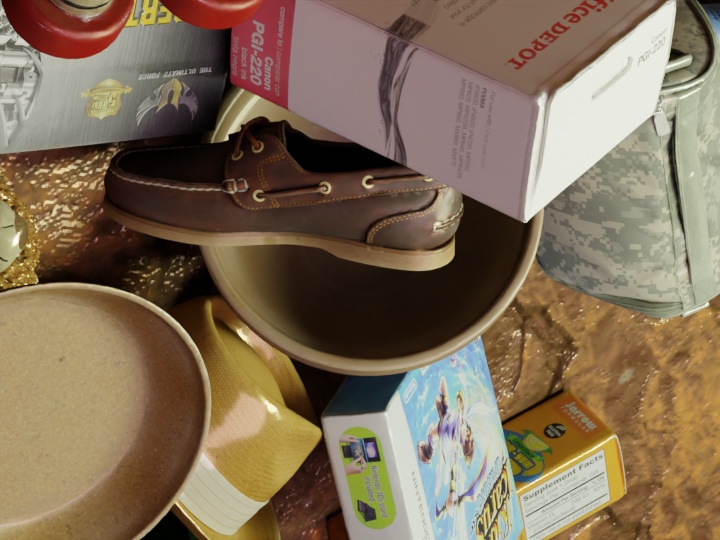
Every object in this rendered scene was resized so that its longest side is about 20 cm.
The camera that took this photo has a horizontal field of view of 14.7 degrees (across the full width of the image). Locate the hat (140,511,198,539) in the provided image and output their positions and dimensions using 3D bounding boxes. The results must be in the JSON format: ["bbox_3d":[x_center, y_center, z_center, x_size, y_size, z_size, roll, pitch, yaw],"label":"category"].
[{"bbox_3d":[-0.064,0.211,1.722,0.176,0.201,0.166,18,132,-28],"label":"hat"}]

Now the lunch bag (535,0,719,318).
[{"bbox_3d":[0.153,-0.085,1.676,0.139,0.168,0.200,-29,135,-17],"label":"lunch bag"}]

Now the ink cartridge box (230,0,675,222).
[{"bbox_3d":[0.050,-0.125,1.512,0.146,0.199,0.085,-39,144,-43],"label":"ink cartridge box"}]

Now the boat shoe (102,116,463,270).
[{"bbox_3d":[-0.042,-0.051,1.529,0.199,0.070,0.071,5,123,3],"label":"boat shoe"}]

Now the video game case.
[{"bbox_3d":[0.042,0.126,1.715,0.200,0.045,0.182,-54,136,-61],"label":"video game case"}]

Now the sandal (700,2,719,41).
[{"bbox_3d":[0.266,-0.161,1.777,0.200,0.079,0.087,-6,125,-47],"label":"sandal"}]

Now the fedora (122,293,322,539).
[{"bbox_3d":[-0.081,0.076,1.598,0.082,0.201,0.201,-32,139,10],"label":"fedora"}]

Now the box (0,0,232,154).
[{"bbox_3d":[-0.157,-0.143,1.477,0.199,0.048,0.159,-7,126,-34],"label":"box"}]

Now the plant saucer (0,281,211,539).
[{"bbox_3d":[-0.177,0.081,1.452,0.199,0.035,0.201,-14,128,-18],"label":"plant saucer"}]

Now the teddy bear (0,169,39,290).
[{"bbox_3d":[-0.247,-0.004,1.459,0.199,0.145,0.067,4,147,-33],"label":"teddy bear"}]

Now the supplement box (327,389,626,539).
[{"bbox_3d":[0.080,0.160,1.888,0.199,0.067,0.069,-26,132,-20],"label":"supplement box"}]

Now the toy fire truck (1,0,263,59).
[{"bbox_3d":[-0.116,-0.209,1.382,0.199,0.168,0.112,-14,161,-31],"label":"toy fire truck"}]

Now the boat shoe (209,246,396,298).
[{"bbox_3d":[0.000,0.000,1.693,0.200,0.073,0.075,-27,135,-18],"label":"boat shoe"}]

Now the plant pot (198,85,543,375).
[{"bbox_3d":[0.003,-0.035,1.621,0.201,0.201,0.093,-39,174,-6],"label":"plant pot"}]
